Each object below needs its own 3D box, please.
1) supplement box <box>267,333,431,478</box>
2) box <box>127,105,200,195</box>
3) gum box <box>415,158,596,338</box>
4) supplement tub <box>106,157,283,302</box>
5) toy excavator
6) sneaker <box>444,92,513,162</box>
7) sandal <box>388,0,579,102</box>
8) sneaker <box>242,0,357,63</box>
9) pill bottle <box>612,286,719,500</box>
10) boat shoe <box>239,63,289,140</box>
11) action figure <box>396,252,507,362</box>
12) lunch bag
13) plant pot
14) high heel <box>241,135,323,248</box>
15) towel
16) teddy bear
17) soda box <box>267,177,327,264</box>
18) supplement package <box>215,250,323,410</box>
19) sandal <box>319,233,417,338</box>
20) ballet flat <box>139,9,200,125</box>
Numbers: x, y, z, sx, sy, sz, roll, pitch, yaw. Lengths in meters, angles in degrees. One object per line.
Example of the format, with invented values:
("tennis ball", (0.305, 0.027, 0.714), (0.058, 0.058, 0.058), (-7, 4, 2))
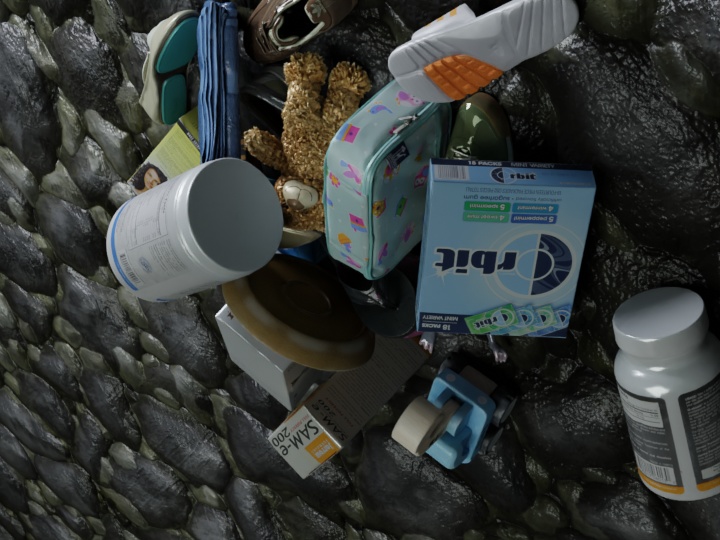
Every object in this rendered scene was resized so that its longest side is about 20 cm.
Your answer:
("supplement box", (-0.012, 0.158, 1.602), (0.074, 0.200, 0.126), (46, 142, 2))
("box", (-0.243, -0.142, 1.698), (0.076, 0.050, 0.200), (50, 142, -2))
("gum box", (0.148, -0.020, 1.333), (0.167, 0.045, 0.202), (2, 129, -2))
("supplement tub", (-0.191, -0.042, 1.434), (0.199, 0.132, 0.133), (-16, 110, 50))
("toy excavator", (0.099, 0.185, 1.513), (0.099, 0.200, 0.196), (33, 141, 17))
("sneaker", (0.113, -0.083, 1.359), (0.067, 0.090, 0.202), (25, 137, 28))
("sandal", (0.125, -0.231, 1.254), (0.204, 0.060, 0.079), (-18, 127, 29))
("sneaker", (-0.087, -0.275, 1.405), (0.199, 0.075, 0.071), (-23, 105, 51))
("pill bottle", (0.326, 0.127, 1.306), (0.115, 0.116, 0.202), (7, 126, 41))
("boat shoe", (-0.061, -0.152, 1.494), (0.203, 0.065, 0.074), (51, 143, -2))
("action figure", (0.106, 0.029, 1.486), (0.197, 0.133, 0.152), (-4, 77, 32))
("lunch bag", (0.035, -0.101, 1.370), (0.077, 0.160, 0.202), (34, 146, 26))
("plant pot", (-0.066, 0.040, 1.478), (0.199, 0.199, 0.028), (38, 119, 14))
("high heel", (-0.108, -0.104, 1.538), (0.197, 0.144, 0.072), (10, 151, 30))
("towel", (-0.167, -0.209, 1.476), (0.112, 0.048, 0.204), (-139, 47, -79))
("teddy bear", (-0.053, -0.142, 1.414), (0.144, 0.202, 0.067), (29, -177, -17))
("soda box", (-0.118, -0.072, 1.618), (0.198, 0.068, 0.065), (17, 133, 35))
("supplement package", (-0.101, 0.082, 1.641), (0.117, 0.117, 0.200), (39, 165, 13))
("sandal", (-0.001, 0.000, 1.458), (0.075, 0.048, 0.201), (-48, 56, 18))
("ballet flat", (-0.246, -0.265, 1.588), (0.069, 0.069, 0.201), (39, 142, 12))
